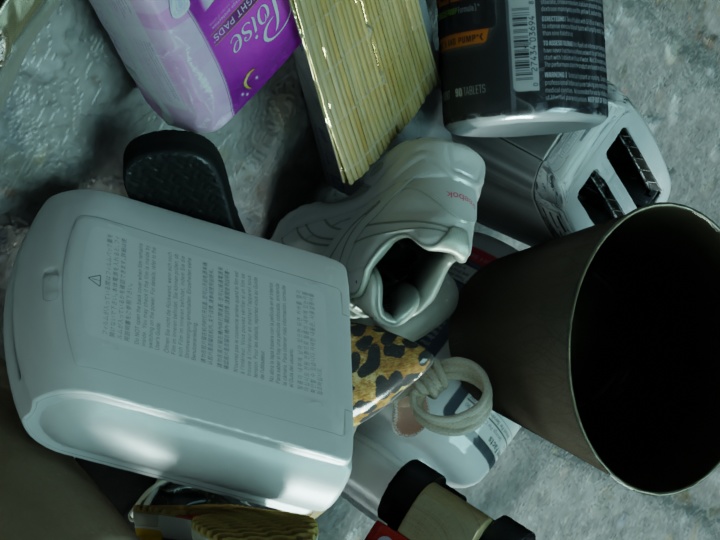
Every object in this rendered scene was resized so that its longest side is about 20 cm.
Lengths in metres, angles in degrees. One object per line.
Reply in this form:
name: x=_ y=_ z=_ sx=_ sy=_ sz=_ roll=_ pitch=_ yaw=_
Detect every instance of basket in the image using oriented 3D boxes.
basket: x=0.148 y=0.045 z=1.592 sx=0.136 sy=0.200 sz=0.180 roll=0 pitch=92 yaw=-23

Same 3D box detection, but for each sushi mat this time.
sushi mat: x=0.001 y=-0.143 z=1.446 sx=0.096 sy=0.012 sz=0.200 roll=-51 pitch=149 yaw=-24

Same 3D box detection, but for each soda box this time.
soda box: x=0.004 y=-0.129 z=1.544 sx=0.068 sy=0.063 sz=0.200 roll=-43 pitch=143 yaw=-25

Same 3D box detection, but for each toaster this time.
toaster: x=0.129 y=-0.077 z=1.694 sx=0.114 sy=0.129 sz=0.200 roll=-53 pitch=147 yaw=-10

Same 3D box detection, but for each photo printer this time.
photo printer: x=-0.104 y=0.043 z=1.389 sx=0.200 sy=0.166 sz=0.069 roll=16 pitch=135 yaw=-20

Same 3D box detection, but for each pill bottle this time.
pill bottle: x=0.060 y=0.083 z=1.730 sx=0.200 sy=0.120 sz=0.120 roll=-52 pitch=146 yaw=-13
pill bottle: x=0.099 y=-0.188 z=1.546 sx=0.106 sy=0.106 sz=0.200 roll=2 pitch=84 yaw=-54

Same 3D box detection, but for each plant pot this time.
plant pot: x=-0.211 y=0.160 z=1.367 sx=0.200 sy=0.175 sz=0.200 roll=-35 pitch=140 yaw=-36

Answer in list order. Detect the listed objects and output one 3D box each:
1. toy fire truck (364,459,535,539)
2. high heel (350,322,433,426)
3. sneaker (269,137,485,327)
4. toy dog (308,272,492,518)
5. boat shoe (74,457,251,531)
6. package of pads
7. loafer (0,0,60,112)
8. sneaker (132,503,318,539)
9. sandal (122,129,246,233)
toy fire truck: x=0.020 y=0.235 z=1.614 sx=0.200 sy=0.129 sz=0.176 roll=-57 pitch=159 yaw=-6
high heel: x=-0.068 y=0.064 z=1.486 sx=0.143 sy=0.200 sz=0.071 roll=19 pitch=64 yaw=-60
sneaker: x=0.000 y=0.000 z=1.545 sx=0.078 sy=0.099 sz=0.200 roll=23 pitch=139 yaw=-27
toy dog: x=-0.009 y=0.089 z=1.642 sx=0.200 sy=0.132 sz=0.096 roll=-26 pitch=161 yaw=1
boat shoe: x=-0.101 y=0.151 z=1.482 sx=0.076 sy=0.200 sz=0.060 roll=-58 pitch=163 yaw=-8
package of pads: x=-0.098 y=-0.179 z=1.356 sx=0.121 sy=0.076 sz=0.200 roll=-48 pitch=145 yaw=-16
loafer: x=-0.201 y=-0.140 z=1.245 sx=0.070 sy=0.075 sz=0.200 roll=0 pitch=114 yaw=-58
sneaker: x=-0.073 y=0.179 z=1.357 sx=0.075 sy=0.200 sz=0.090 roll=0 pitch=90 yaw=-20
sandal: x=-0.097 y=-0.024 z=1.478 sx=0.200 sy=0.075 sz=0.048 roll=86 pitch=4 yaw=-53
